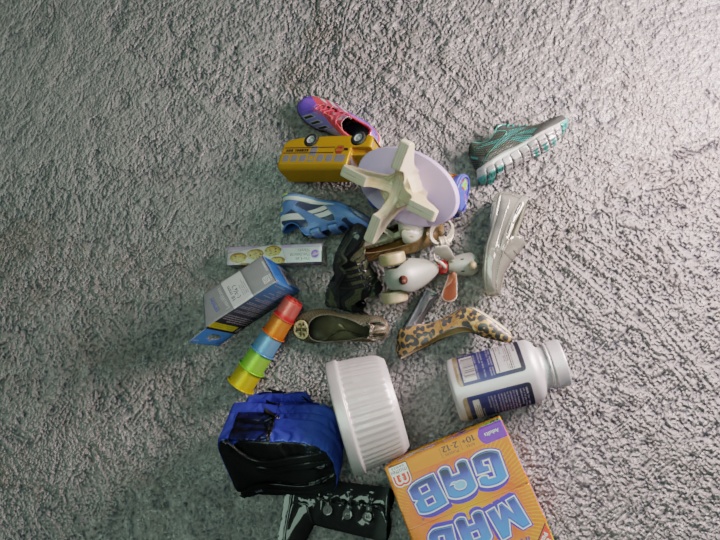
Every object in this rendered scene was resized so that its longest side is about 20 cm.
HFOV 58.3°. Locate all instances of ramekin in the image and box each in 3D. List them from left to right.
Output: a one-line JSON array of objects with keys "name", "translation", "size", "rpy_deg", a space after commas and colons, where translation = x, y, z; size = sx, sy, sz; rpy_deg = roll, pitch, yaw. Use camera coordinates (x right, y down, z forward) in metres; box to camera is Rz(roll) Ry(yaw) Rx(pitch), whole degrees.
[{"name": "ramekin", "translation": [0.014, 0.244, 1.128], "size": [0.105, 0.200, 0.201], "rpy_deg": [-16, 77, -2]}]

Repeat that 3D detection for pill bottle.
[{"name": "pill bottle", "translation": [0.257, 0.186, 1.127], "size": [0.199, 0.111, 0.112], "rpy_deg": [-16, 77, 8]}]

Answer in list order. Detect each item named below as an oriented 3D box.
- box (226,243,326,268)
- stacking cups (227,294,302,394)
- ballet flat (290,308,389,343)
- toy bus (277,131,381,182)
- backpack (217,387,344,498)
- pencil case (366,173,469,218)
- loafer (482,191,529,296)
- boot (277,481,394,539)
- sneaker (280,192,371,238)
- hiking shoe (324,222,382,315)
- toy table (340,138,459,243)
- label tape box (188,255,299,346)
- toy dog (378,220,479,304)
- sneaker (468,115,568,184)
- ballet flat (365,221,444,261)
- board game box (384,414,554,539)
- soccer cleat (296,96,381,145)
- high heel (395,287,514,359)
[{"name": "box", "translation": [-0.168, -0.029, 1.289], "size": [0.199, 0.039, 0.042], "rpy_deg": [-1, 81, 11]}, {"name": "stacking cups", "translation": [-0.180, 0.140, 1.246], "size": [0.060, 0.060, 0.200], "rpy_deg": [33, 90, 15]}, {"name": "ballet flat", "translation": [-0.044, 0.111, 1.223], "size": [0.199, 0.046, 0.068], "rpy_deg": [1, 102, 18]}, {"name": "toy bus", "translation": [-0.058, -0.218, 1.259], "size": [0.199, 0.065, 0.079], "rpy_deg": [4, 66, 28]}, {"name": "backpack", "translation": [-0.127, 0.300, 1.151], "size": [0.199, 0.163, 0.168], "rpy_deg": [-1, 41, 15]}, {"name": "pencil case", "translation": [0.109, -0.144, 1.212], "size": [0.199, 0.087, 0.078], "rpy_deg": [9, 38, 28]}, {"name": "loafer", "translation": [0.267, -0.049, 1.188], "size": [0.070, 0.070, 0.201], "rpy_deg": [8, 81, 21]}, {"name": "boot", "translation": [-0.044, 0.465, 1.168], "size": [0.199, 0.066, 0.166], "rpy_deg": [4, 83, 8]}, {"name": "sneaker", "translation": [-0.069, -0.095, 1.266], "size": [0.199, 0.074, 0.083], "rpy_deg": [12, 81, 22]}, {"name": "hiking shoe", "translation": [0.000, 0.000, 1.198], "size": [0.100, 0.200, 0.076], "rpy_deg": [19, 41, 4]}, {"name": "toy table", "translation": [0.064, -0.140, 1.122], "size": [0.199, 0.117, 0.185], "rpy_deg": [17, 108, 22]}, {"name": "label tape box", "translation": [-0.231, 0.061, 1.231], "size": [0.200, 0.144, 0.063], "rpy_deg": [-33, 76, 4]}, {"name": "toy dog", "translation": [0.124, 0.000, 1.164], "size": [0.200, 0.096, 0.132], "rpy_deg": [-31, 103, -8]}, {"name": "sneaker", "translation": [0.292, -0.249, 1.219], "size": [0.199, 0.078, 0.091], "rpy_deg": [-29, 72, 4]}, {"name": "ballet flat", "translation": [0.059, -0.065, 1.229], "size": [0.199, 0.072, 0.068], "rpy_deg": [-13, 61, 9]}, {"name": "board game box", "translation": [0.180, 0.372, 1.063], "size": [0.199, 0.200, 0.201], "rpy_deg": [-24, 76, 7]}, {"name": "soccer cleat", "translation": [-0.047, -0.302, 1.295], "size": [0.200, 0.073, 0.068], "rpy_deg": [33, 88, 15]}, {"name": "high heel", "translation": [0.165, 0.130, 1.171], "size": [0.200, 0.071, 0.143], "rpy_deg": [24, 79, 31]}]
